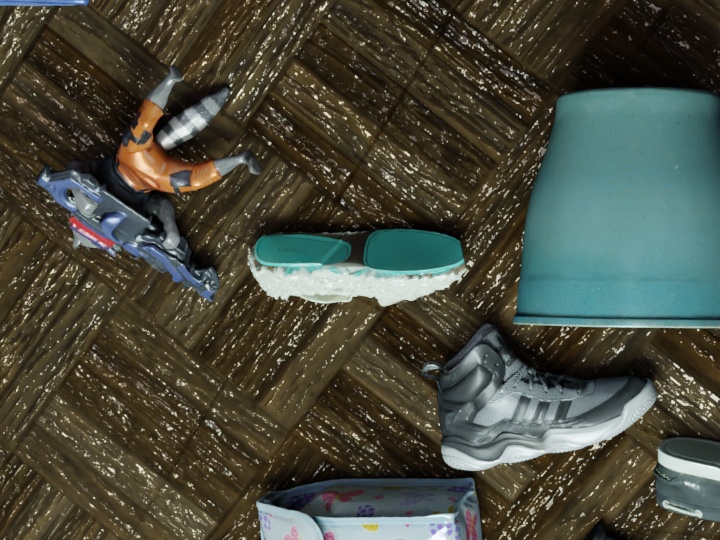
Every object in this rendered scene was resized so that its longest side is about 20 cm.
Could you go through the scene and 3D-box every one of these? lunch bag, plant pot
[{"bbox_3d":[0.007,0.283,1.535,0.198,0.127,0.171,-1,102,19],"label":"lunch bag"},{"bbox_3d":[0.223,-0.049,1.378,0.198,0.200,0.190,0,89,12],"label":"plant pot"}]

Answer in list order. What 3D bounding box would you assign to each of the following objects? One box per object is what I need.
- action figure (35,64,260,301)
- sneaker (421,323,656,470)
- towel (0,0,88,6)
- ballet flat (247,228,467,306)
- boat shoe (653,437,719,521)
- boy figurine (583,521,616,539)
[{"bbox_3d":[-0.178,-0.071,1.518,0.193,0.105,0.200,-32,123,24],"label":"action figure"},{"bbox_3d":[0.150,0.099,1.480,0.199,0.076,0.115,-17,103,18],"label":"sneaker"},{"bbox_3d":[-0.308,-0.334,1.496,0.144,0.024,0.202,3,104,10],"label":"towel"},{"bbox_3d":[0.000,0.000,1.503,0.198,0.072,0.072,3,105,13],"label":"ballet flat"},{"bbox_3d":[0.349,0.195,1.460,0.199,0.075,0.061,14,114,29],"label":"boat shoe"},{"bbox_3d":[0.267,0.317,1.519,0.200,0.064,0.125,39,106,4],"label":"boy figurine"}]
